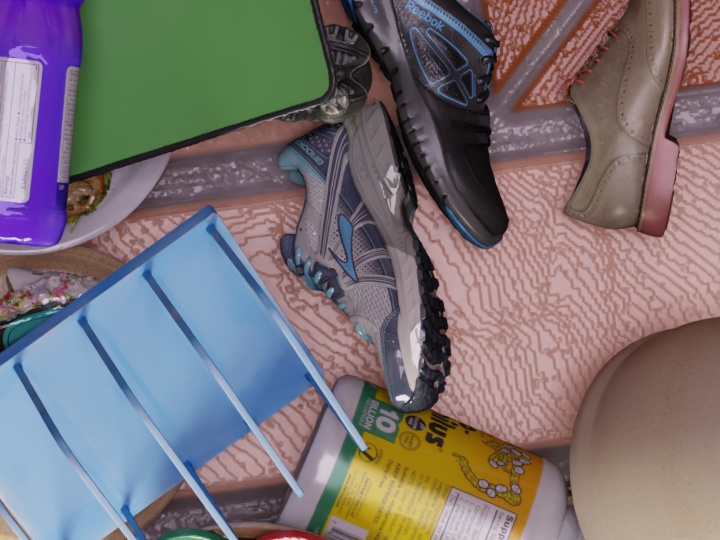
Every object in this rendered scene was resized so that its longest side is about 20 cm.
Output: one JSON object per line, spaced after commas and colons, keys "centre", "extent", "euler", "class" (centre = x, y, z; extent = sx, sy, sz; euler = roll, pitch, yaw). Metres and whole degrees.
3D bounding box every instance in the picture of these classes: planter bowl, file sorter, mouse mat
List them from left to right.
{"centre": [-0.120, -0.151, 1.681], "extent": [0.199, 0.008, 0.162], "euler": [-16, 85, 18], "class": "mouse mat"}
{"centre": [-0.115, 0.092, 1.636], "extent": [0.199, 0.123, 0.139], "euler": [-36, 123, -4], "class": "file sorter"}
{"centre": [0.243, 0.112, 1.686], "extent": [0.199, 0.135, 0.202], "euler": [10, 67, -25], "class": "planter bowl"}

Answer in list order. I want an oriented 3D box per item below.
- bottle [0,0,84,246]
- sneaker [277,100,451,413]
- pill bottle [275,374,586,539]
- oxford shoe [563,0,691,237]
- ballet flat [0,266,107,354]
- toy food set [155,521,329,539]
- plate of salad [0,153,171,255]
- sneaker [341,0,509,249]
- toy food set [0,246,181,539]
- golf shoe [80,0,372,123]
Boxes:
{"centre": [-0.196, -0.115, 1.658], "extent": [0.065, 0.084, 0.202], "euler": [5, 91, -12], "class": "bottle"}
{"centre": [0.000, 0.000, 1.739], "extent": [0.086, 0.078, 0.201], "euler": [-17, 64, 9], "class": "sneaker"}
{"centre": [0.057, 0.151, 1.733], "extent": [0.199, 0.113, 0.113], "euler": [24, 90, -1], "class": "pill bottle"}
{"centre": [0.164, -0.124, 1.758], "extent": [0.074, 0.070, 0.202], "euler": [5, 89, 3], "class": "oxford shoe"}
{"centre": [-0.219, 0.033, 1.686], "extent": [0.199, 0.076, 0.064], "euler": [-18, 57, -7], "class": "ballet flat"}
{"centre": [-0.054, 0.230, 1.716], "extent": [0.200, 0.049, 0.198], "euler": [37, 124, -9], "class": "toy food set"}
{"centre": [-0.208, -0.109, 1.737], "extent": [0.198, 0.048, 0.202], "euler": [1, 74, -5], "class": "plate of salad"}
{"centre": [0.056, -0.112, 1.752], "extent": [0.081, 0.073, 0.201], "euler": [-22, 92, -3], "class": "sneaker"}
{"centre": [-0.193, 0.084, 1.749], "extent": [0.200, 0.049, 0.198], "euler": [-38, 91, -2], "class": "toy food set"}
{"centre": [-0.092, -0.128, 1.737], "extent": [0.199, 0.088, 0.078], "euler": [14, 91, -4], "class": "golf shoe"}
